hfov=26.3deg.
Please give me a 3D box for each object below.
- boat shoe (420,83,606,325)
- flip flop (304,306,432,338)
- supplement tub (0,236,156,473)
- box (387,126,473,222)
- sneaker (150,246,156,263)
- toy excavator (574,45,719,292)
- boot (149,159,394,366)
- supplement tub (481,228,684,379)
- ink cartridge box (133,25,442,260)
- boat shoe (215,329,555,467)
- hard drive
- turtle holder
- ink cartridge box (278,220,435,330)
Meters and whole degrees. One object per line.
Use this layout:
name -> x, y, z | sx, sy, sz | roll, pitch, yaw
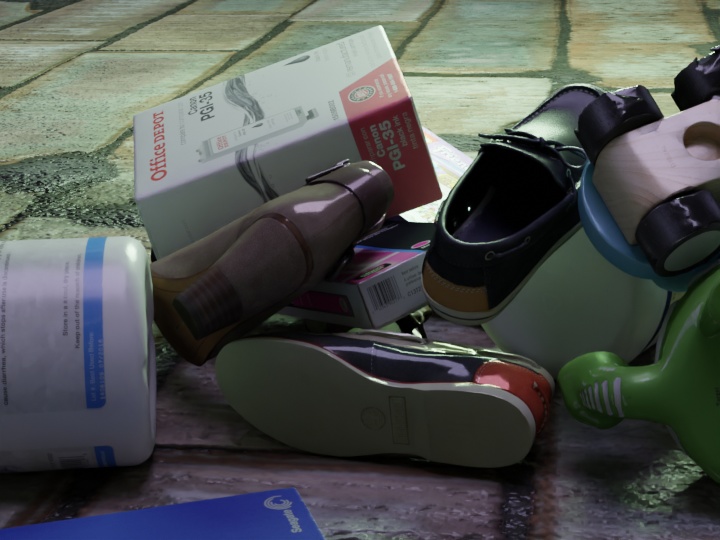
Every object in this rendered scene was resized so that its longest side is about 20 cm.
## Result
boat shoe -> 0.100, -0.053, 0.907 | 0.074, 0.063, 0.200 | 23, 52, 23
flip flop -> 0.014, 0.034, 1.036 | 0.080, 0.058, 0.200 | -7, 17, -19
supplement tub -> -0.217, 0.050, 0.873 | 0.197, 0.134, 0.132 | -2, 16, -5
box -> 0.068, -0.041, 1.192 | 0.199, 0.039, 0.136 | 37, 35, 28
sneaker -> -0.087, -0.023, 1.151 | 0.198, 0.081, 0.086 | -13, 13, 34
toy excavator -> 0.214, -0.036, 0.916 | 0.193, 0.201, 0.101 | -21, 64, -13
boot -> -0.056, -0.009, 0.947 | 0.146, 0.071, 0.200 | -35, 10, -15
supplement tub -> 0.174, -0.020, 1.054 | 0.144, 0.147, 0.199 | 10, 20, 33
ink cartridge box -> -0.056, -0.079, 1.078 | 0.198, 0.083, 0.147 | -20, 30, 2
boat shoe -> 0.013, 0.066, 0.895 | 0.198, 0.072, 0.063 | 7, 29, 19
hard drive -> -0.111, 0.149, 0.718 | 0.198, 0.026, 0.132 | -6, 17, -15
turtle holder -> 0.217, 0.063, 0.838 | 0.185, 0.141, 0.132 | -37, 1, 3
ink cartridge box -> 0.000, 0.000, 1.001 | 0.094, 0.037, 0.200 | -26, 11, -22
